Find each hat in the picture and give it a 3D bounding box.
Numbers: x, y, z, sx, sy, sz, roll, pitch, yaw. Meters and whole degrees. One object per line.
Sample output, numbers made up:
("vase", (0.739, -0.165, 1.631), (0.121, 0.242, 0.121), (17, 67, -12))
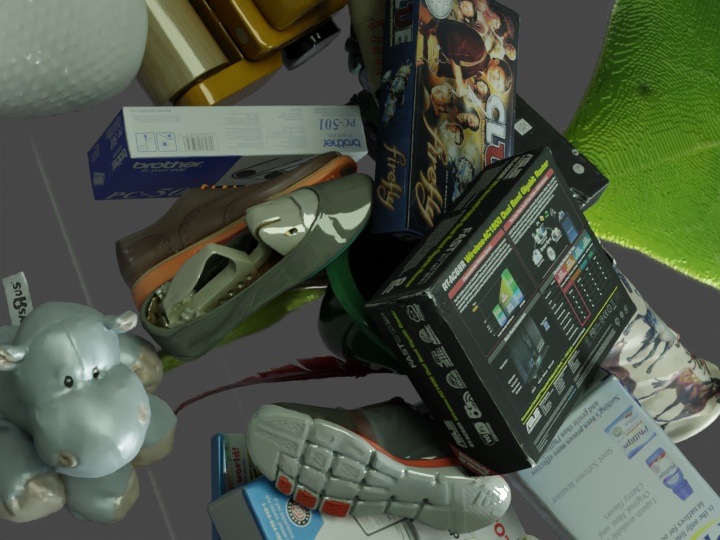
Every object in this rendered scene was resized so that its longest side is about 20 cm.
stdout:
("hat", (-0.003, 0.063, 1.254), (0.199, 0.176, 0.166), (31, 37, -10))

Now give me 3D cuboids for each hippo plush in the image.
("hippo plush", (-0.191, 0.073, 1.123), (0.159, 0.161, 0.201), (-18, 81, -30))

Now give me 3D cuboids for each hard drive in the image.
("hard drive", (0.096, -0.100, 1.374), (0.200, 0.038, 0.140), (45, 57, 12))

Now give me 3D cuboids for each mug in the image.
("mug", (-0.248, -0.209, 1.184), (0.175, 0.147, 0.201), (4, 106, -36))

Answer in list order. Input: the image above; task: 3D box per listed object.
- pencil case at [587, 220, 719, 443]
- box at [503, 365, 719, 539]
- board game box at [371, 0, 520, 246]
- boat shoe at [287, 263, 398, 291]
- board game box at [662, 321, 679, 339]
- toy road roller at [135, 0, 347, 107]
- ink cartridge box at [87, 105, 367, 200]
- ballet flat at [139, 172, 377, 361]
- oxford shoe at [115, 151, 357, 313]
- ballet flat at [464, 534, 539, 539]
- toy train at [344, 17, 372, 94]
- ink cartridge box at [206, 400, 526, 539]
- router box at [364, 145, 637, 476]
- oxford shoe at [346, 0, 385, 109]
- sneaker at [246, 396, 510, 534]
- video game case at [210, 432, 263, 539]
("pencil case", (0.218, 0.054, 1.330), (0.089, 0.078, 0.200), (-45, 104, 1))
("box", (0.190, 0.166, 1.249), (0.105, 0.184, 0.200), (-41, 102, -3))
("board game box", (0.066, -0.114, 1.206), (0.135, 0.034, 0.201), (15, 75, -51))
("boat shoe", (0.000, 0.000, 1.305), (0.199, 0.073, 0.063), (6, 80, -12))
("board game box", (0.163, 0.060, 1.381), (0.200, 0.040, 0.153), (38, 60, -11))
("toy road roller", (-0.092, -0.220, 1.285), (0.200, 0.146, 0.123), (-35, 90, -32))
("ink cartridge box", (-0.104, -0.093, 1.266), (0.199, 0.094, 0.044), (-3, 74, -28))
("ballet flat", (-0.076, -0.010, 1.165), (0.064, 0.200, 0.067), (43, 12, -43))
("oxford shoe", (-0.097, -0.045, 1.231), (0.199, 0.071, 0.073), (-30, 65, -4))
("ballet flat", (0.101, 0.222, 1.141), (0.199, 0.072, 0.072), (-2, 73, -13))
("toy train", (0.048, -0.236, 1.359), (0.085, 0.114, 0.200), (19, 49, 13))
("ink cartridge box", (0.009, 0.195, 1.208), (0.199, 0.086, 0.147), (-23, 83, -30))
("router box", (0.105, 0.027, 1.146), (0.150, 0.062, 0.200), (59, 44, -17))
("oxford shoe", (0.030, -0.179, 1.237), (0.075, 0.070, 0.201), (-85, 158, -50))
("sneaker", (0.010, 0.128, 1.157), (0.199, 0.077, 0.082), (20, 35, -18))
("video game case", (-0.020, 0.202, 1.251), (0.199, 0.018, 0.144), (6, 71, -26))
